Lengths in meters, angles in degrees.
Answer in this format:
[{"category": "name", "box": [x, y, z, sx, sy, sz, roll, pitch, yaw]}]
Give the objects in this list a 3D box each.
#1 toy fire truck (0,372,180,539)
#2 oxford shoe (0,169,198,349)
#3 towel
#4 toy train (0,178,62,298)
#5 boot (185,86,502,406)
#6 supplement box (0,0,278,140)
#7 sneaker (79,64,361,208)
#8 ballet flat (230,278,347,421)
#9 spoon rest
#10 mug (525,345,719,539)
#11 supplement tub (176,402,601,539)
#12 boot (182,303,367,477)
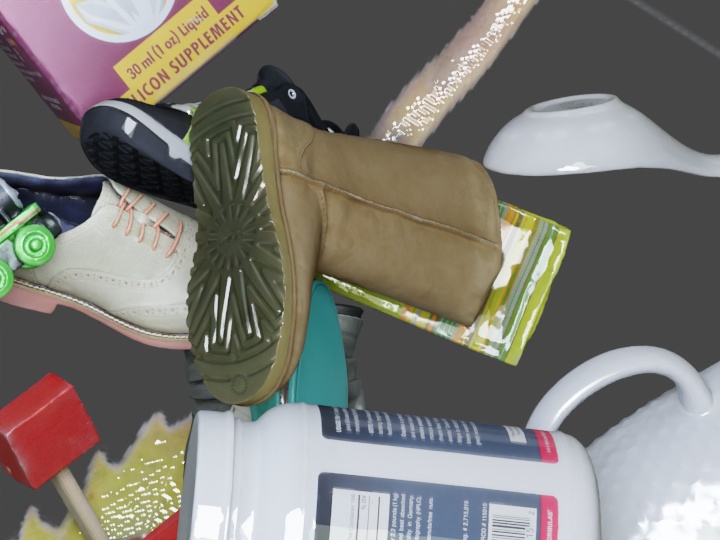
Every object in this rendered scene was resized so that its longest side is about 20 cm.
[{"category": "toy fire truck", "box": [-0.118, 0.162, 1.550, 0.049, 0.141, 0.201, -37, 127, -22]}, {"category": "oxford shoe", "box": [-0.123, -0.009, 1.561, 0.199, 0.074, 0.071, 8, 47, 4]}, {"category": "towel", "box": [0.014, -0.021, 1.619, 0.199, 0.018, 0.086, 22, 83, -1]}, {"category": "toy train", "box": [-0.245, 0.024, 1.505, 0.200, 0.042, 0.056, -40, 97, -12]}, {"category": "boot", "box": [0.000, 0.000, 1.506, 0.066, 0.199, 0.176, -14, 69, 39]}, {"category": "supplement box", "box": [-0.160, -0.184, 1.556, 0.131, 0.103, 0.200, -41, 104, -7]}, {"category": "sneaker", "box": [-0.072, -0.074, 1.543, 0.071, 0.200, 0.083, 5, 79, 41]}, {"category": "ballet flat", "box": [-0.042, 0.104, 1.525, 0.070, 0.067, 0.201, -13, 76, 26]}, {"category": "spoon rest", "box": [0.164, -0.075, 1.604, 0.199, 0.099, 0.061, -14, 102, -18]}, {"category": "mug", "box": [0.160, 0.129, 1.536, 0.175, 0.148, 0.201, -30, 118, -2]}, {"category": "supplement tub", "box": [0.011, 0.141, 1.416, 0.199, 0.140, 0.141, 7, 84, -6]}, {"category": "boot", "box": [-0.006, 0.080, 1.582, 0.199, 0.068, 0.132, 2, 83, 1]}]
